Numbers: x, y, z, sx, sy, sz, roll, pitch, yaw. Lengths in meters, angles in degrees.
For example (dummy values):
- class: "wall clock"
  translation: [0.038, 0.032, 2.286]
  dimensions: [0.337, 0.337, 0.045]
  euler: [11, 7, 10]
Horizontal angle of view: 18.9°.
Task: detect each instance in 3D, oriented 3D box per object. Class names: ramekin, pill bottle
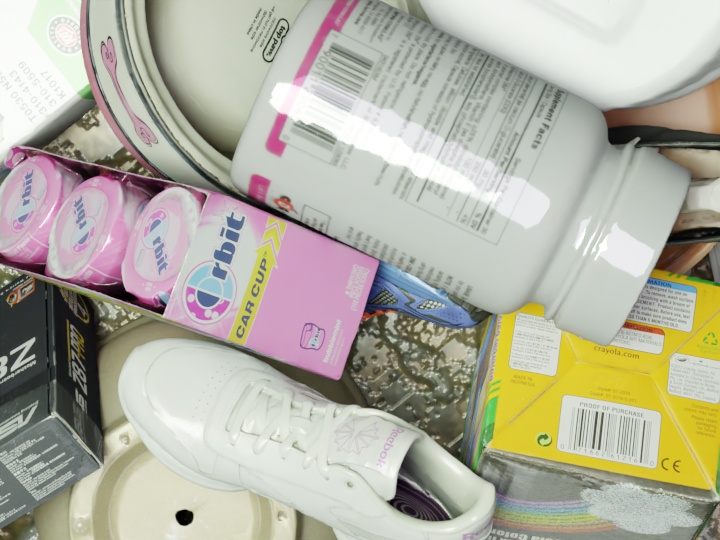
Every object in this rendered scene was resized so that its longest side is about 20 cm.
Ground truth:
- class: "ramekin"
  translation: [0.118, -0.174, 1.088]
  dimensions: [0.200, 0.098, 0.201]
  euler: [4, 104, 17]
- class: "pill bottle"
  translation: [0.049, -0.048, 1.041]
  dimensions: [0.200, 0.113, 0.114]
  euler: [26, 95, 2]

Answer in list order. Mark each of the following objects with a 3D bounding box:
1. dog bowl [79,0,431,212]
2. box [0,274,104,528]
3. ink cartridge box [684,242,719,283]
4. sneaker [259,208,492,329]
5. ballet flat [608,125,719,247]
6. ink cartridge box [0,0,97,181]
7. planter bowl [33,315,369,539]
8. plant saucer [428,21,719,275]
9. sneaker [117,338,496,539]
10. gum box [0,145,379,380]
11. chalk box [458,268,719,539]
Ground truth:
- class: "dog bowl"
  translation: [-0.059, -0.125, 1.138]
  dimensions: [0.200, 0.074, 0.200]
  euler: [7, 79, -37]
- class: "box"
  translation: [-0.231, 0.097, 1.158]
  dimensions: [0.200, 0.161, 0.049]
  euler: [-32, 121, 10]
- class: "ink cartridge box"
  translation: [0.257, -0.004, 1.156]
  dimensions: [0.057, 0.200, 0.163]
  euler: [-10, 89, -39]
- class: "sneaker"
  translation: [0.000, 0.000, 1.161]
  dimensions: [0.075, 0.200, 0.079]
  euler: [-20, 116, -36]
- class: "ballet flat"
  translation: [0.159, -0.043, 1.112]
  dimensions: [0.200, 0.068, 0.068]
  euler: [-6, 92, 19]
- class: "ink cartridge box"
  translation: [-0.232, -0.117, 1.185]
  dimensions: [0.200, 0.084, 0.145]
  euler: [-38, 93, 5]
- class: "planter bowl"
  translation: [-0.088, 0.124, 1.176]
  dimensions: [0.200, 0.135, 0.201]
  euler: [0, 95, 2]
- class: "plant saucer"
  translation: [0.119, -0.080, 1.178]
  dimensions: [0.200, 0.037, 0.201]
  euler: [2, 95, 19]
- class: "sneaker"
  translation: [-0.021, 0.081, 1.063]
  dimensions: [0.200, 0.100, 0.075]
  euler: [27, 60, -5]
- class: "gum box"
  translation: [-0.100, -0.008, 1.111]
  dimensions: [0.113, 0.200, 0.066]
  euler: [22, 86, -39]
- class: "chalk box"
  translation: [0.117, 0.093, 1.154]
  dimensions: [0.124, 0.200, 0.124]
  euler: [12, 62, -1]
